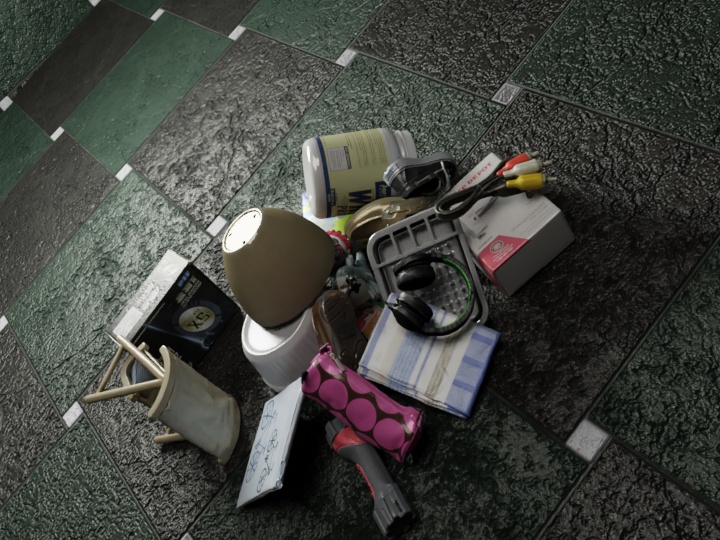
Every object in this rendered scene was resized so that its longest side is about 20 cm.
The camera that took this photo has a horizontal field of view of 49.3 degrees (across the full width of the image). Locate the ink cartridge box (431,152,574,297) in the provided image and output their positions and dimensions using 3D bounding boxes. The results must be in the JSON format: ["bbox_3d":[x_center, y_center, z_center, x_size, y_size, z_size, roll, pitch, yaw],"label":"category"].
[{"bbox_3d":[0.227,-0.078,1.281,0.146,0.083,0.201,-41,44,2],"label":"ink cartridge box"}]

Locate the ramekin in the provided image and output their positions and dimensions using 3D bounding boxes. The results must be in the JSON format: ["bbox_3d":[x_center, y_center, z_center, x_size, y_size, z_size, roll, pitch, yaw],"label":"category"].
[{"bbox_3d":[-0.121,0.101,1.371,0.199,0.094,0.206,-26,41,25],"label":"ramekin"}]

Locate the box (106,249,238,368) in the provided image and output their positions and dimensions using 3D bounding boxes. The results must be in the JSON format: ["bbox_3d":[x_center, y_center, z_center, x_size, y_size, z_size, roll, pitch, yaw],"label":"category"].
[{"bbox_3d":[-0.360,0.094,1.515,0.085,0.164,0.202,23,72,43],"label":"box"}]

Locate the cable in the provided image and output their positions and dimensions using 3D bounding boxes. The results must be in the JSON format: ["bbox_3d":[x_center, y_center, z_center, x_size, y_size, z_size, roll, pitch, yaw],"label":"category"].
[{"bbox_3d":[0.201,-0.139,1.219,0.195,0.051,0.098,-15,44,-7],"label":"cable"}]

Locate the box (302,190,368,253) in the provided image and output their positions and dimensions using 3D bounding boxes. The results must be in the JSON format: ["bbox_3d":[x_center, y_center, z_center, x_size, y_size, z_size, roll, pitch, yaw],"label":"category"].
[{"bbox_3d":[-0.053,-0.110,1.533,0.120,0.048,0.204,-23,48,19],"label":"box"}]

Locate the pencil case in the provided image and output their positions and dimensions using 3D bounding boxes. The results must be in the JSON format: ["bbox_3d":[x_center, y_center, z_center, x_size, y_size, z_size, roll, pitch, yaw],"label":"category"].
[{"bbox_3d":[0.006,0.195,1.168,0.095,0.197,0.091,-62,-9,31],"label":"pencil case"}]

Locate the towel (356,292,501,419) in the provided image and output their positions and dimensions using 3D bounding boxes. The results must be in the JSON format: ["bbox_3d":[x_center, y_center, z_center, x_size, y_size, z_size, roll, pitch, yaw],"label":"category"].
[{"bbox_3d":[0.103,0.129,1.213,0.196,0.024,0.150,19,74,22],"label":"towel"}]

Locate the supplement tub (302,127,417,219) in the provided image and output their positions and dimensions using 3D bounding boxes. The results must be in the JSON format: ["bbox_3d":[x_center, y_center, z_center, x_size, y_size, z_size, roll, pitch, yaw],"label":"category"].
[{"bbox_3d":[-0.001,-0.180,1.436,0.194,0.147,0.147,-10,46,-8],"label":"supplement tub"}]

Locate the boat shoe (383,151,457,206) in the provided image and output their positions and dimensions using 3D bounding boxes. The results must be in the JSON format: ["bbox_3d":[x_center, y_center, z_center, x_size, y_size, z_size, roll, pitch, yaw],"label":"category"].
[{"bbox_3d":[0.117,-0.152,1.321,0.068,0.198,0.074,50,117,17],"label":"boat shoe"}]

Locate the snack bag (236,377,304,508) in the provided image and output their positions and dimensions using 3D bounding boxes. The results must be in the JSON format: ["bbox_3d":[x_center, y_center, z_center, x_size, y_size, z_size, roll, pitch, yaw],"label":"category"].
[{"bbox_3d":[-0.136,0.272,1.253,0.200,0.021,0.192,-43,28,54],"label":"snack bag"}]

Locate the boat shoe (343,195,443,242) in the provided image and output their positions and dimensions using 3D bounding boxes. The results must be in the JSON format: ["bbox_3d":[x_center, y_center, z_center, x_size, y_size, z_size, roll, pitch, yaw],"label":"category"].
[{"bbox_3d":[0.066,-0.089,1.399,0.195,0.073,0.066,-19,55,-1],"label":"boat shoe"}]

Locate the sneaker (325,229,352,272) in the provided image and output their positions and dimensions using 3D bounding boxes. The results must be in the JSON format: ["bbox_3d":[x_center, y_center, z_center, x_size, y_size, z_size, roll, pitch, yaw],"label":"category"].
[{"bbox_3d":[-0.107,-0.008,1.436,0.198,0.081,0.075,-30,14,36],"label":"sneaker"}]

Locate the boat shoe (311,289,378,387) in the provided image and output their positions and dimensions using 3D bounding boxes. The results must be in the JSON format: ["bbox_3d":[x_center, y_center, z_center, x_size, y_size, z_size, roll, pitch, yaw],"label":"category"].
[{"bbox_3d":[-0.028,0.134,1.274,0.071,0.074,0.205,-23,81,55],"label":"boat shoe"}]

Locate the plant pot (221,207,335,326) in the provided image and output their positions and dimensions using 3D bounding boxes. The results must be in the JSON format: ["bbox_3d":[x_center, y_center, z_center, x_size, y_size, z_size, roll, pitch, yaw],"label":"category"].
[{"bbox_3d":[-0.159,-0.028,1.335,0.197,0.134,0.203,-27,39,24],"label":"plant pot"}]

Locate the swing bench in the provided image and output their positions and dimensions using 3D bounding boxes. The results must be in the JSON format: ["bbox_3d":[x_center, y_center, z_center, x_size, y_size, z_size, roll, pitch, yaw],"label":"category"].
[{"bbox_3d":[-0.330,0.225,1.370,0.196,0.199,0.132,4,59,36],"label":"swing bench"}]

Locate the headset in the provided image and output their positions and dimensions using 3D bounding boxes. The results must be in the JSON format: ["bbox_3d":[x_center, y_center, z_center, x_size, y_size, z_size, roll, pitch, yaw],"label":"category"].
[{"bbox_3d":[0.077,0.030,1.193,0.194,0.094,0.127,4,74,11],"label":"headset"}]

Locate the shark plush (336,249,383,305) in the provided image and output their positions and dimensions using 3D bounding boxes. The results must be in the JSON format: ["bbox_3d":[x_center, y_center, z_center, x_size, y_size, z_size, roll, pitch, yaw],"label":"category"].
[{"bbox_3d":[0.000,0.000,1.359,0.089,0.085,0.201,-21,17,25],"label":"shark plush"}]

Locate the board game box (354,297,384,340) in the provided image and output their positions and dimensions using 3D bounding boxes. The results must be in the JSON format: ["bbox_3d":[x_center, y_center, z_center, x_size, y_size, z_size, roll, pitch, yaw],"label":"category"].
[{"bbox_3d":[0.074,0.038,1.347,0.200,0.030,0.095,-44,44,-4],"label":"board game box"}]

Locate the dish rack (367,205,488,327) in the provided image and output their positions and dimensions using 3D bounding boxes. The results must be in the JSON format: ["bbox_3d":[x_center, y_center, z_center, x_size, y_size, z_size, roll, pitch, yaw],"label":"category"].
[{"bbox_3d":[0.112,0.013,1.265,0.169,0.043,0.205,-22,82,25],"label":"dish rack"}]

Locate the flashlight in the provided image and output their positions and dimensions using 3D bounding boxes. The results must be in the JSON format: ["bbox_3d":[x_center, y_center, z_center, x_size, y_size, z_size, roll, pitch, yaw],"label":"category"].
[{"bbox_3d":[0.012,0.303,1.169,0.067,0.068,0.201,-34,49,1],"label":"flashlight"}]
